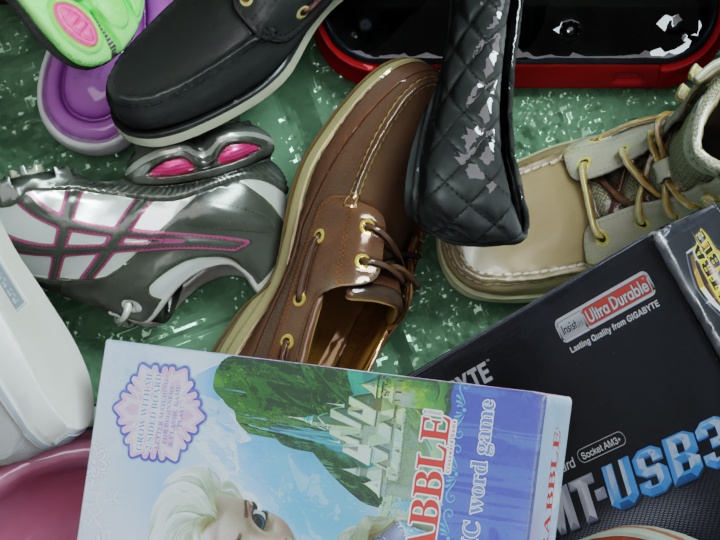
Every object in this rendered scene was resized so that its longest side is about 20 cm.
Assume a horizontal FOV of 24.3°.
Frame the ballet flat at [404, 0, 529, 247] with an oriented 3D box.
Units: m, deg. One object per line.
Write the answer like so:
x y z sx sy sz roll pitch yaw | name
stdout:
0.066 -0.108 0.725 0.057 0.066 0.201 13 93 15 | ballet flat

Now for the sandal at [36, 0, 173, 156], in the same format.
-0.106 -0.155 0.808 0.082 0.050 0.204 10 85 5 | sandal

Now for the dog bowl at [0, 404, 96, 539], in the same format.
-0.115 0.160 0.769 0.199 0.074 0.201 0 85 5 | dog bowl

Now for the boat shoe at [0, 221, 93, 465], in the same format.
-0.191 -0.005 0.727 0.068 0.072 0.201 -27 102 15 | boat shoe

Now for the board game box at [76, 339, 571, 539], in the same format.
-0.025 0.137 0.678 0.199 0.041 0.201 5 84 24 | board game box

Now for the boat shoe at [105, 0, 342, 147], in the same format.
-0.039 -0.136 0.756 0.201 0.063 0.074 -39 57 -5 | boat shoe

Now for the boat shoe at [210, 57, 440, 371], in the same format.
0.000 0.000 0.764 0.067 0.072 0.201 23 85 48 | boat shoe

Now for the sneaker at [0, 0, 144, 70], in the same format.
-0.168 -0.159 0.789 0.077 0.084 0.200 -27 60 -30 | sneaker

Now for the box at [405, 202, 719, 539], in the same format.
0.118 0.101 0.707 0.050 0.200 0.199 -24 83 -41 | box

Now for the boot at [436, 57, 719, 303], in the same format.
0.129 -0.041 0.727 0.199 0.155 0.072 -15 83 1 | boot

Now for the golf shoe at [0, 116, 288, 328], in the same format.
-0.129 -0.010 0.785 0.199 0.077 0.089 -13 89 3 | golf shoe

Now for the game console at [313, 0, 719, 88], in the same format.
0.076 -0.176 0.811 0.199 0.031 0.178 1 79 3 | game console

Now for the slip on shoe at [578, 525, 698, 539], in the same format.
0.076 0.150 0.690 0.200 0.061 0.074 -15 94 47 | slip on shoe
